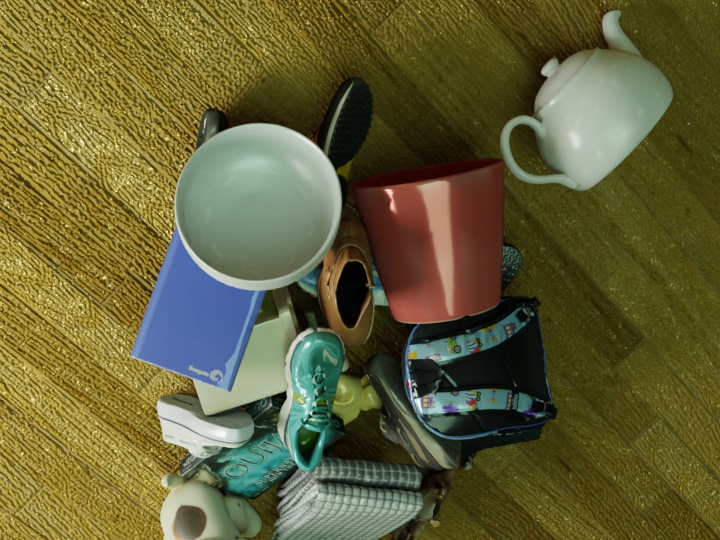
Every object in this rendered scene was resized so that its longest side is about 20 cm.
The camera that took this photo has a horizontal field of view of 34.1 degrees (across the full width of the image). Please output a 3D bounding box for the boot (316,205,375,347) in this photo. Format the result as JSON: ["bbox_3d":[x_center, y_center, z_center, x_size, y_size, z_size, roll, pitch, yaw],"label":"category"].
[{"bbox_3d":[-0.009,0.035,1.443,0.076,0.156,0.202,-2,116,-7],"label":"boot"}]

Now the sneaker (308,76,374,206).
[{"bbox_3d":[-0.052,-0.154,1.481,0.070,0.089,0.202,-6,118,-52],"label":"sneaker"}]

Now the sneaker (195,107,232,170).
[{"bbox_3d":[-0.151,-0.112,1.485,0.113,0.076,0.202,-7,117,-11],"label":"sneaker"}]

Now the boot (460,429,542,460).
[{"bbox_3d":[0.169,0.177,1.672,0.166,0.077,0.202,-18,118,-3],"label":"boot"}]

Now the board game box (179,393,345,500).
[{"bbox_3d":[-0.135,0.242,1.605,0.134,0.028,0.200,26,128,-36],"label":"board game box"}]

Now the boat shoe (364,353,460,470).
[{"bbox_3d":[0.058,0.201,1.590,0.073,0.075,0.201,-26,111,27],"label":"boat shoe"}]

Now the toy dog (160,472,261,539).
[{"bbox_3d":[-0.204,0.382,1.609,0.138,0.200,0.196,-19,116,-4],"label":"toy dog"}]

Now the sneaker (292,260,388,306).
[{"bbox_3d":[0.000,0.000,1.577,0.197,0.078,0.091,2,93,-17],"label":"sneaker"}]

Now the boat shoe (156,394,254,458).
[{"bbox_3d":[-0.201,0.213,1.547,0.073,0.199,0.068,-8,101,-34],"label":"boat shoe"}]

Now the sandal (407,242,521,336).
[{"bbox_3d":[0.138,0.025,1.627,0.075,0.045,0.200,38,115,-18],"label":"sandal"}]

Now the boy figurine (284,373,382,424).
[{"bbox_3d":[-0.042,0.174,1.626,0.197,0.065,0.125,-14,140,-8],"label":"boy figurine"}]

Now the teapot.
[{"bbox_3d":[0.284,-0.207,1.489,0.146,0.200,0.198,42,118,-3],"label":"teapot"}]

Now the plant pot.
[{"bbox_3d":[0.095,-0.037,1.480,0.198,0.200,0.180,-10,100,-8],"label":"plant pot"}]

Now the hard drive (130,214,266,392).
[{"bbox_3d":[-0.187,0.032,1.445,0.130,0.025,0.202,20,89,-5],"label":"hard drive"}]

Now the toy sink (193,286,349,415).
[{"bbox_3d":[-0.129,0.085,1.540,0.197,0.131,0.113,-17,115,-4],"label":"toy sink"}]

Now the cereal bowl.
[{"bbox_3d":[-0.120,-0.067,1.393,0.197,0.083,0.203,1,70,-3],"label":"cereal bowl"}]

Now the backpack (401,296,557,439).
[{"bbox_3d":[0.140,0.133,1.547,0.197,0.134,0.185,-8,86,-21],"label":"backpack"}]

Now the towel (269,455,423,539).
[{"bbox_3d":[-0.022,0.324,1.648,0.164,0.087,0.200,8,150,-22],"label":"towel"}]

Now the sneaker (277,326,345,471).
[{"bbox_3d":[-0.055,0.162,1.473,0.076,0.080,0.202,-1,121,-16],"label":"sneaker"}]

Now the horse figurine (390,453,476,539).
[{"bbox_3d":[0.092,0.354,1.718,0.050,0.133,0.201,32,112,-2],"label":"horse figurine"}]
